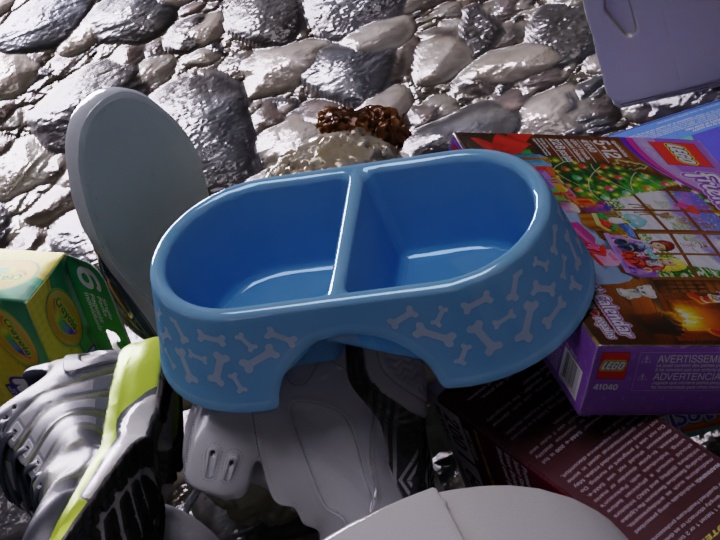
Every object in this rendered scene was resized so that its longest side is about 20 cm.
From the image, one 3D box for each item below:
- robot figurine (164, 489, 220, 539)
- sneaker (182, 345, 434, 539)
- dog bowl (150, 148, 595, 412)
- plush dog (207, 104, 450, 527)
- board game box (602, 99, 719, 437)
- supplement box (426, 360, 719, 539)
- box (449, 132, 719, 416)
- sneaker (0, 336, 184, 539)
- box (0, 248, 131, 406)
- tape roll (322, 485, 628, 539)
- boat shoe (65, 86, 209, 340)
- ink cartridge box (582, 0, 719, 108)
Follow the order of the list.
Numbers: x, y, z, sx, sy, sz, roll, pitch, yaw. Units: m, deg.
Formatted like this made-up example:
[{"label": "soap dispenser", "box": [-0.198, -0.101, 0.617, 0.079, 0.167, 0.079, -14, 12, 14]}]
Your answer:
[{"label": "robot figurine", "box": [-0.117, 0.186, 1.039, 0.169, 0.113, 0.201, -28, 29, 39]}, {"label": "sneaker", "box": [-0.018, 0.109, 1.032, 0.114, 0.201, 0.075, -11, -4, -4]}, {"label": "dog bowl", "box": [0.000, 0.000, 0.988, 0.199, 0.050, 0.112, -7, 40, 15]}, {"label": "plush dog", "box": [-0.002, 0.013, 1.131, 0.160, 0.172, 0.200, 1, 44, 27]}, {"label": "board game box", "box": [0.164, -0.001, 1.165, 0.151, 0.045, 0.200, -17, 39, 7]}, {"label": "supplement box", "box": [0.120, 0.115, 1.005, 0.061, 0.109, 0.200, -36, 39, -17]}, {"label": "box", "box": [0.132, -0.002, 1.057, 0.136, 0.039, 0.200, 1, 30, -20]}, {"label": "sneaker", "box": [-0.128, 0.094, 1.006, 0.080, 0.074, 0.200, -4, 21, 7]}, {"label": "box", "box": [-0.209, 0.044, 1.243, 0.199, 0.118, 0.048, 2, 39, 28]}, {"label": "tape roll", "box": [0.038, 0.183, 0.895, 0.202, 0.203, 0.071, -26, 39, -3]}, {"label": "boat shoe", "box": [-0.118, -0.018, 1.206, 0.071, 0.201, 0.091, -38, 37, -20]}, {"label": "ink cartridge box", "box": [0.167, -0.215, 1.328, 0.082, 0.146, 0.201, -11, 41, 11]}]
